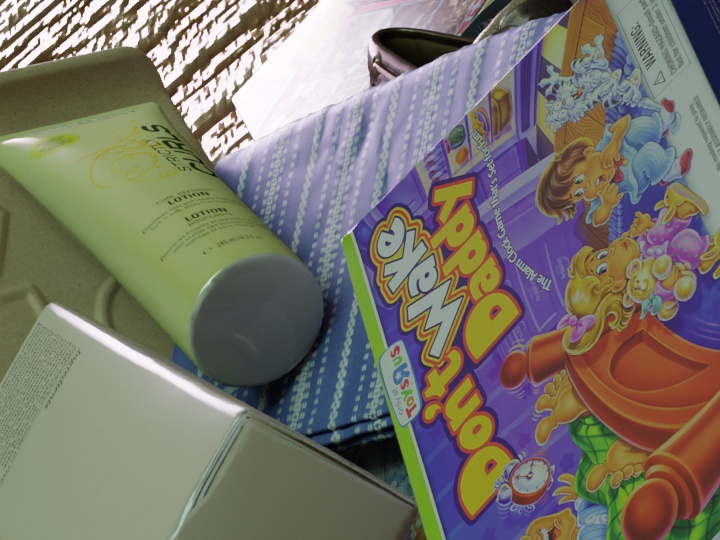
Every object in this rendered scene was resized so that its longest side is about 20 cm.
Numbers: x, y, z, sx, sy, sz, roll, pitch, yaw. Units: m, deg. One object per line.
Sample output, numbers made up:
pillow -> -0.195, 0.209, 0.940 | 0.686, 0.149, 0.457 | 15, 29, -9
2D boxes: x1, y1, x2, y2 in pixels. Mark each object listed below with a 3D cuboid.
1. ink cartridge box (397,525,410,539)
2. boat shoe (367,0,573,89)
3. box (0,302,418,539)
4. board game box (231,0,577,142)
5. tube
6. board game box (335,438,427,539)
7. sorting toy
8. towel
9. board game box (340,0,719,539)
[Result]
ink cartridge box -> -0.028, 0.184, 0.738 | 0.200, 0.048, 0.146 | -34, 48, 39
boat shoe -> 0.062, -0.062, 0.841 | 0.072, 0.072, 0.200 | -14, 12, -28
box -> -0.064, 0.072, 0.759 | 0.082, 0.068, 0.200 | -61, 25, -3
board game box -> 0.036, -0.111, 0.998 | 0.200, 0.035, 0.136 | -46, 27, 9
tube -> -0.078, -0.022, 0.879 | 0.052, 0.058, 0.200 | -56, 34, 6
board game box -> 0.027, 0.081, 0.808 | 0.200, 0.043, 0.200 | 18, 84, 53
sorting toy -> -0.124, 0.009, 0.935 | 0.200, 0.185, 0.037 | 59, 148, 26
towel -> 0.000, 0.000, 0.832 | 0.200, 0.024, 0.145 | -19, 54, 47
board game box -> 0.072, 0.028, 0.629 | 0.134, 0.045, 0.200 | -45, 41, 27
